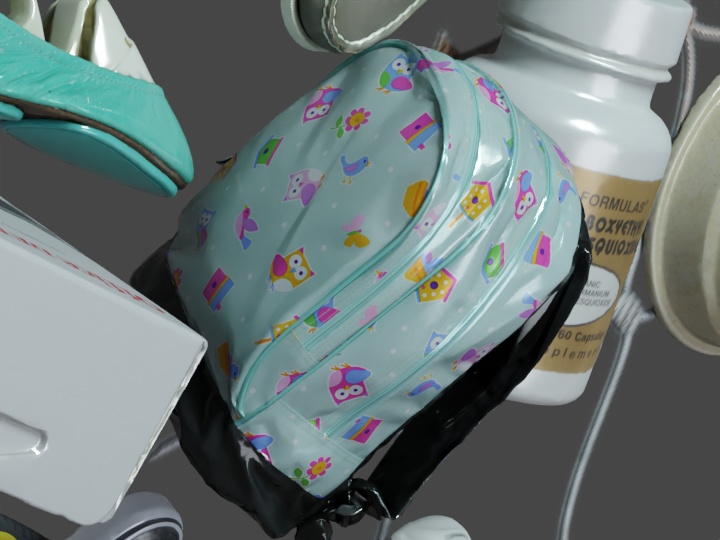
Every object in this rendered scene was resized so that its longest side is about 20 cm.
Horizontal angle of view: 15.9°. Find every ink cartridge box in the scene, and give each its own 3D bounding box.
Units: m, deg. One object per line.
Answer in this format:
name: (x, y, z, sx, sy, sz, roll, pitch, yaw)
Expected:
ink cartridge box: (-0.176, 0.001, 0.962, 0.144, 0.200, 0.084, 28, 93, -48)

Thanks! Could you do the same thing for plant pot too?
plant pot: (0.288, -0.010, 1.403, 0.200, 0.183, 0.201, -22, 126, -33)

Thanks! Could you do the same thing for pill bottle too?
pill bottle: (0.086, -0.046, 1.244, 0.114, 0.114, 0.201, 6, 108, -45)

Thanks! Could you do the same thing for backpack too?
backpack: (0.000, 0.000, 1.118, 0.200, 0.167, 0.127, -39, 140, 15)

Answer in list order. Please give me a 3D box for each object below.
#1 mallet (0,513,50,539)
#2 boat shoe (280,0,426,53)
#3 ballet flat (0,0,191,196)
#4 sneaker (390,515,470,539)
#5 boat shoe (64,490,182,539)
mallet: (-0.183, 0.115, 1.144, 0.066, 0.041, 0.200, -49, 141, -10)
boat shoe: (0.044, -0.171, 1.094, 0.202, 0.060, 0.072, -52, 137, -5)
ballet flat: (-0.132, -0.086, 1.047, 0.200, 0.067, 0.071, 20, 82, -50)
sneaker: (0.030, 0.235, 1.376, 0.075, 0.081, 0.201, -4, 116, -44)
boat shoe: (-0.133, 0.197, 1.190, 0.200, 0.068, 0.072, -56, 145, 7)
